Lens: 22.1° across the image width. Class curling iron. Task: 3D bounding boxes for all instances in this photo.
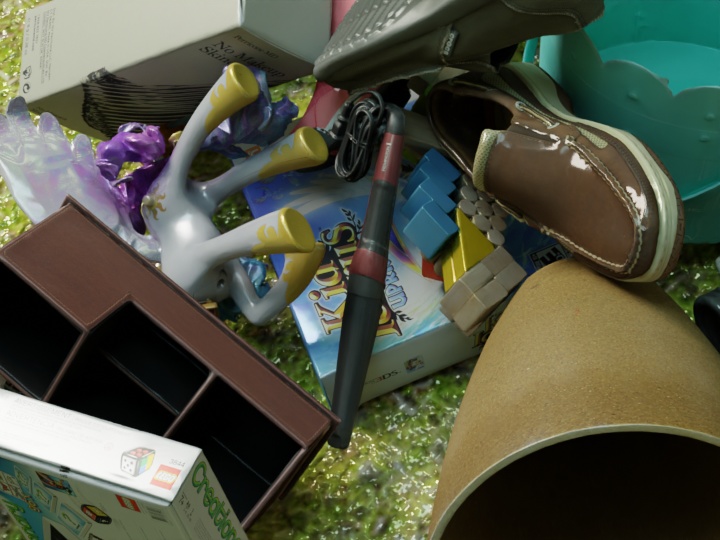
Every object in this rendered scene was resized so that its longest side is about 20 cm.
[{"bbox_3d":[0.000,0.000,1.031,0.025,0.202,0.049,0,6,-36],"label":"curling iron"}]

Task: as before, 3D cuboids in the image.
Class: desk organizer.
[{"bbox_3d":[-0.119,0.058,1.010,0.200,0.072,0.077,39,34,5],"label":"desk organizer"}]

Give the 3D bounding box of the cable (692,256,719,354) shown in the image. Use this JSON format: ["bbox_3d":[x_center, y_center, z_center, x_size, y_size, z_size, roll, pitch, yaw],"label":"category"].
[{"bbox_3d":[0.233,0.073,0.956,0.050,0.097,0.200,-31,53,-5],"label":"cable"}]

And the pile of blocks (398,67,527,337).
[{"bbox_3d":[0.044,-0.041,1.055,0.082,0.062,0.201,20,45,-20],"label":"pile of blocks"}]

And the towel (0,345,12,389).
[{"bbox_3d":[-0.303,0.076,1.093,0.200,0.032,0.192,39,101,36],"label":"towel"}]

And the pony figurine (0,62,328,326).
[{"bbox_3d":[-0.111,-0.031,1.085,0.200,0.166,0.194,-37,61,32],"label":"pony figurine"}]

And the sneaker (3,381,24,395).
[{"bbox_3d":[-0.183,0.095,1.063,0.078,0.085,0.200,-43,55,-18],"label":"sneaker"}]

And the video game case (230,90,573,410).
[{"bbox_3d":[0.031,-0.031,1.125,0.180,0.046,0.201,-23,51,-1],"label":"video game case"}]

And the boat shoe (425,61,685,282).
[{"bbox_3d":[0.093,-0.050,0.972,0.074,0.075,0.202,-2,25,-23],"label":"boat shoe"}]

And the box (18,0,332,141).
[{"bbox_3d":[-0.115,-0.140,1.118,0.199,0.082,0.069,-13,67,41],"label":"box"}]

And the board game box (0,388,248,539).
[{"bbox_3d":[-0.112,0.141,0.933,0.125,0.201,0.035,14,57,25],"label":"board game box"}]

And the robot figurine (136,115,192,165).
[{"bbox_3d":[-0.107,-0.165,1.258,0.200,0.058,0.145,-44,55,-17],"label":"robot figurine"}]

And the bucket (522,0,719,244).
[{"bbox_3d":[0.193,-0.124,1.068,0.205,0.135,0.208,1,48,-1],"label":"bucket"}]

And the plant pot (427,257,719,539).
[{"bbox_3d":[0.125,0.087,0.940,0.185,0.187,0.201,-9,34,9],"label":"plant pot"}]

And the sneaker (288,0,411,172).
[{"bbox_3d":[0.005,-0.152,1.114,0.087,0.074,0.201,36,91,12],"label":"sneaker"}]

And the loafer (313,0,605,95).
[{"bbox_3d":[0.051,-0.129,0.996,0.199,0.070,0.075,-16,36,49],"label":"loafer"}]
